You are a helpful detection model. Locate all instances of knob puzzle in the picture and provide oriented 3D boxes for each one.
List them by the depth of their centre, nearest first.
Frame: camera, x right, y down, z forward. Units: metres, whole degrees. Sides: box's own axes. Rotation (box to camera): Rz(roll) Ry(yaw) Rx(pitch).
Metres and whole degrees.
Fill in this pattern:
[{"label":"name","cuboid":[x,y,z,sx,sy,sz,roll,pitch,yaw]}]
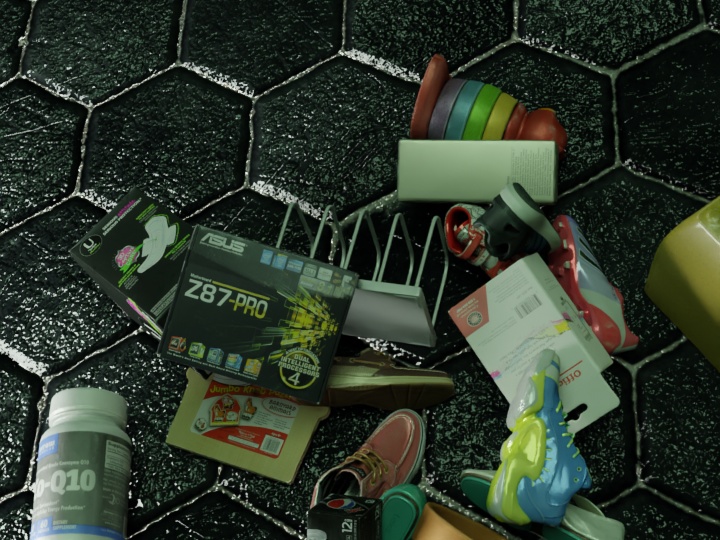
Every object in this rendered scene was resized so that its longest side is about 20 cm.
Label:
[{"label":"knob puzzle","cuboid":[-0.127,0.155,1.579,0.219,0.030,0.220,-6,61,10]}]

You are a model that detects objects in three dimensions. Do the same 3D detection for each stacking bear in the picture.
[{"label":"stacking bear","cuboid":[0.177,-0.192,1.657,0.200,0.121,0.114,20,86,12]}]

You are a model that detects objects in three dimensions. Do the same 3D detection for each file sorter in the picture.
[{"label":"file sorter","cuboid":[0.000,0.000,1.573,0.200,0.139,0.125,7,62,16]}]

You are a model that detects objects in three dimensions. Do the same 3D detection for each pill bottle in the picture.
[{"label":"pill bottle","cuboid":[-0.336,0.252,1.525,0.114,0.114,0.200,-7,61,9]}]

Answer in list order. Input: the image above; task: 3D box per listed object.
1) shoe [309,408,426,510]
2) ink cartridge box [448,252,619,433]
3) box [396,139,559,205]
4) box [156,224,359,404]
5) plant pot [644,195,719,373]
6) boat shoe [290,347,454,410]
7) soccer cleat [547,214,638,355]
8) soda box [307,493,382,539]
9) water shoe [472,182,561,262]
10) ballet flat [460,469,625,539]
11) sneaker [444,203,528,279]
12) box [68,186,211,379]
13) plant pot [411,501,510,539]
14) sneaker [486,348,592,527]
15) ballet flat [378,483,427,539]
[{"label":"shoe","cuboid":[0.010,0.239,1.468,0.071,0.091,0.200,26,70,23]},{"label":"ink cartridge box","cuboid":[0.211,0.095,1.471,0.116,0.067,0.200,-37,81,24]},{"label":"box","cuboid":[0.149,-0.124,1.589,0.200,0.068,0.082,3,91,12]},{"label":"box","cuboid":[-0.118,0.051,1.458,0.200,0.049,0.162,18,90,-3]},{"label":"plant pot","cuboid":[0.461,-0.010,1.441,0.194,0.200,0.196,-34,60,-7]},{"label":"boat shoe","cuboid":[0.014,0.125,1.530,0.200,0.072,0.072,-1,57,0]},{"label":"soccer cleat","cuboid":[0.283,0.019,1.552,0.076,0.067,0.200,4,52,-21]},{"label":"soda box","cuboid":[-0.017,0.350,1.367,0.063,0.071,0.200,3,98,22]},{"label":"water shoe","cuboid":[0.180,-0.050,1.486,0.079,0.200,0.072,-39,68,7]},{"label":"ballet flat","cuboid":[0.211,0.271,1.431,0.200,0.069,0.070,27,71,19]},{"label":"sneaker","cuboid":[0.172,-0.002,1.546,0.067,0.108,0.202,-50,48,33]},{"label":"box","cuboid":[-0.242,0.015,1.594,0.124,0.149,0.200,-46,51,-13]},{"label":"plant pot","cuboid":[0.126,0.357,1.336,0.200,0.200,0.140,28,88,24]},{"label":"sneaker","cuboid":[0.212,0.192,1.395,0.105,0.076,0.200,19,77,1]},{"label":"ballet flat","cuboid":[0.019,0.323,1.426,0.067,0.070,0.200,36,109,14]}]
